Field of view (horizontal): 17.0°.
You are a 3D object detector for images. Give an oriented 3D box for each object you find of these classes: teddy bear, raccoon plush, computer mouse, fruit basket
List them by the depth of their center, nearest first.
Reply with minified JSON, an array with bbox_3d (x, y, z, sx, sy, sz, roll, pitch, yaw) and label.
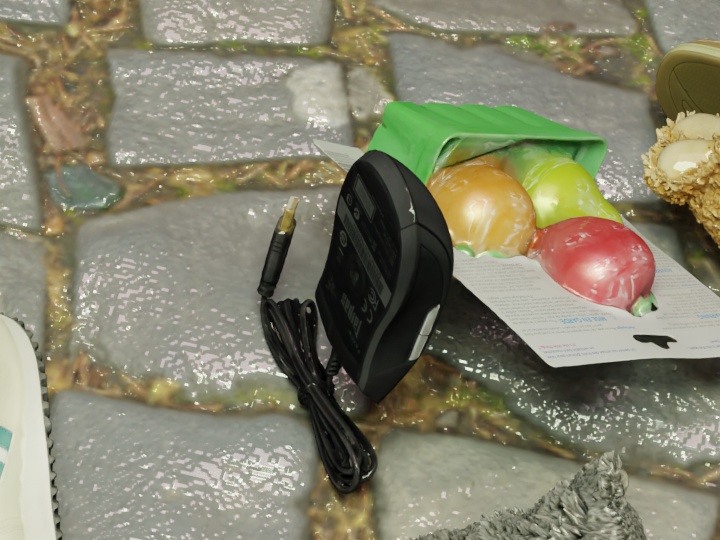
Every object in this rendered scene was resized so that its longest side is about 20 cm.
[{"bbox_3d":[0.043,0.146,1.122,0.199,0.134,0.097,-2,54,-9],"label":"raccoon plush"},{"bbox_3d":[0.000,0.000,1.198,0.046,0.201,0.141,-9,47,-23],"label":"computer mouse"},{"bbox_3d":[0.092,-0.007,1.246,0.185,0.094,0.200,-2,41,-45],"label":"fruit basket"},{"bbox_3d":[0.235,-0.014,1.296,0.199,0.067,0.145,29,22,-12],"label":"teddy bear"}]

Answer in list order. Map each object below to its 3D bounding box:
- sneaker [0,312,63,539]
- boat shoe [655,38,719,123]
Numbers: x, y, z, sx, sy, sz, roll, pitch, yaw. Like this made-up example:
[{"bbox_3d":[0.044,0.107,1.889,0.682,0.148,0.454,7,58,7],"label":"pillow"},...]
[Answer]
[{"bbox_3d":[-0.197,0.104,1.163,0.093,0.070,0.201,-1,55,-16],"label":"sneaker"},{"bbox_3d":[0.266,-0.086,1.372,0.200,0.073,0.063,20,42,6],"label":"boat shoe"}]
